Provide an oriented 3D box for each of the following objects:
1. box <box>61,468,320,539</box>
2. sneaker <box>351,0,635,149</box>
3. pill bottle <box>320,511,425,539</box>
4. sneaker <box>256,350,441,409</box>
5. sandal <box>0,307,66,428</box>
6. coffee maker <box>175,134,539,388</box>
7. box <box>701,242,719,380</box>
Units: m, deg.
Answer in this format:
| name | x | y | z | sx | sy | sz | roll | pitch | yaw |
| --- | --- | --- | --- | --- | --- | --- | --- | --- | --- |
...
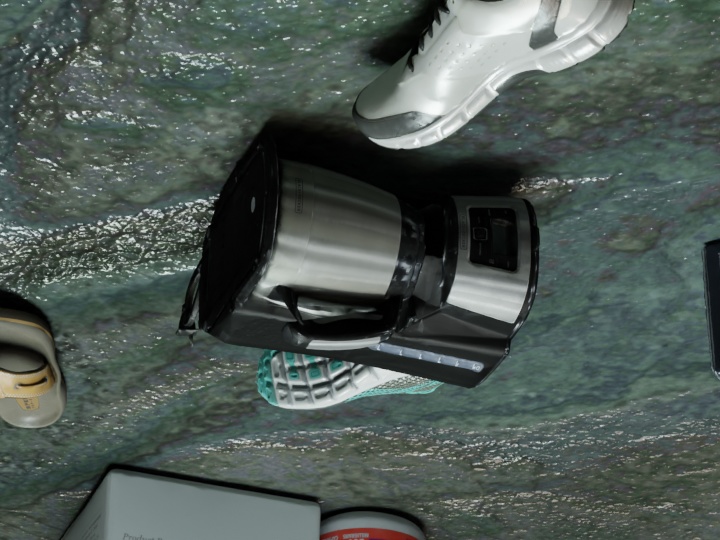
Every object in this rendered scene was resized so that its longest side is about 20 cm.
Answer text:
| name | x | y | z | sx | sy | sz | roll | pitch | yaw |
| --- | --- | --- | --- | --- | --- | --- | --- | --- | --- |
| box | -0.159 | 0.299 | 1.992 | 0.198 | 0.172 | 0.200 | 11 | 149 | -19 |
| sneaker | 0.064 | -0.141 | 1.344 | 0.200 | 0.074 | 0.080 | -30 | 125 | 34 |
| pill bottle | 0.005 | 0.322 | 2.003 | 0.112 | 0.201 | 0.113 | 0 | 150 | 0 |
| sneaker | 0.018 | 0.071 | 1.697 | 0.199 | 0.078 | 0.091 | -14 | 152 | 25 |
| sandal | -0.272 | 0.082 | 1.729 | 0.081 | 0.055 | 0.200 | -2 | 150 | 3 |
| coffee maker | 0.000 | 0.000 | 1.542 | 0.199 | 0.135 | 0.192 | 12 | 171 | -18 |
| box | 0.362 | 0.037 | 1.604 | 0.199 | 0.107 | 0.148 | -15 | 146 | 23 |
